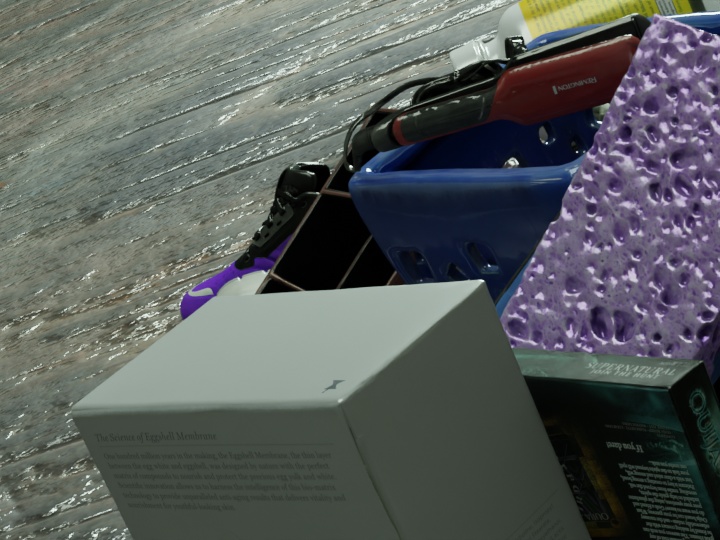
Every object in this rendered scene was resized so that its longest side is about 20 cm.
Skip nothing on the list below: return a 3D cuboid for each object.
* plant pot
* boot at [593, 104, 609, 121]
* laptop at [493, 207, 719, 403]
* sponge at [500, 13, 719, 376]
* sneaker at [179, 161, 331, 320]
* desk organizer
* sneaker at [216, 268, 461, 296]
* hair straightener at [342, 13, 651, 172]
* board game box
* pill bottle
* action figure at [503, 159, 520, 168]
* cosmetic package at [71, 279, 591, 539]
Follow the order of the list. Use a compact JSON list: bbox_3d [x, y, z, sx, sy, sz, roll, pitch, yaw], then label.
[{"bbox_3d":[0.144,-0.024,1.637,0.199,0.181,0.200,0,31,49],"label":"plant pot"},{"bbox_3d":[0.181,-0.092,1.803,0.130,0.068,0.200,10,-2,18],"label":"boot"},{"bbox_3d":[0.185,0.022,1.423,0.188,0.116,0.200,-54,28,4],"label":"laptop"},{"bbox_3d":[0.154,-0.024,1.433,0.111,0.030,0.201,25,87,33],"label":"sponge"},{"bbox_3d":[-0.044,-0.025,1.986,0.199,0.100,0.070,-19,18,13],"label":"sneaker"},{"bbox_3d":[0.000,0.000,1.785,0.201,0.077,0.072,-58,28,-12],"label":"desk organizer"},{"bbox_3d":[-0.007,0.031,1.875,0.199,0.075,0.087,-23,35,17],"label":"sneaker"},{"bbox_3d":[0.078,-0.098,1.595,0.199,0.041,0.077,-21,18,24],"label":"hair straightener"},{"bbox_3d":[0.114,0.104,1.406,0.028,0.136,0.199,-34,22,-31],"label":"board game box"},{"bbox_3d":[0.171,-0.158,2.058,0.199,0.113,0.113,-22,19,5],"label":"pill bottle"},{"bbox_3d":[0.119,-0.046,1.869,0.199,0.070,0.130,-4,-3,41],"label":"action figure"},{"bbox_3d":[-0.006,0.121,1.408,0.199,0.201,0.123,-3,28,45],"label":"cosmetic package"}]
